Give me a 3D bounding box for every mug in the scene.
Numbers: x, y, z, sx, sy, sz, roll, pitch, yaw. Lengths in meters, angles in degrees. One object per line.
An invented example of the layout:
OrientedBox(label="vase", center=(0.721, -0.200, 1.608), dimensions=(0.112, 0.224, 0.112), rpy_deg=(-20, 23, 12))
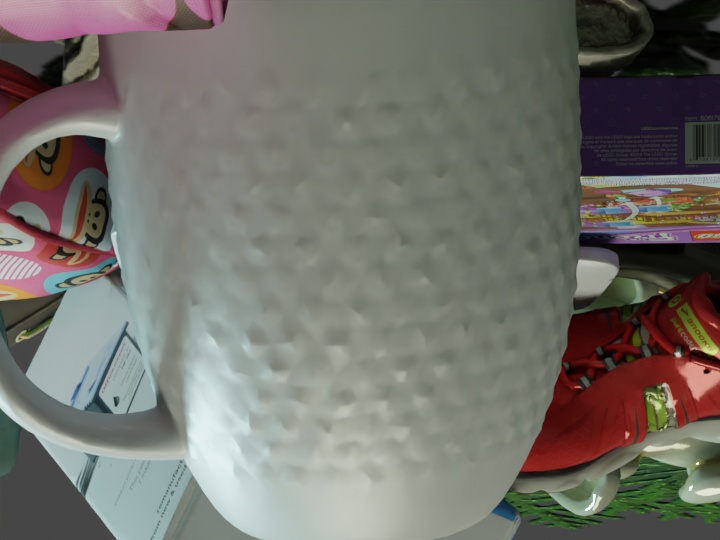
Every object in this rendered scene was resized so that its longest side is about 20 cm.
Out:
OrientedBox(label="mug", center=(-0.028, -0.008, 0.767), dimensions=(0.198, 0.177, 0.148), rpy_deg=(-7, -167, -17))

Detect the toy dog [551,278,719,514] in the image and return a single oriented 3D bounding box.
OrientedBox(label="toy dog", center=(0.176, 0.060, 1.338), dimensions=(0.199, 0.141, 0.193), rpy_deg=(7, 180, -29))

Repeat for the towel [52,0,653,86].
OrientedBox(label="towel", center=(-0.009, -0.083, 0.906), dimensions=(0.198, 0.035, 0.132), rpy_deg=(4, 171, -15))

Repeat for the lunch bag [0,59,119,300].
OrientedBox(label="lunch bag", center=(-0.210, -0.040, 1.044), dimensions=(0.198, 0.083, 0.176), rpy_deg=(-2, 169, 24))

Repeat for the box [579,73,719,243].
OrientedBox(label="box", center=(0.054, -0.039, 0.936), dimensions=(0.198, 0.039, 0.137), rpy_deg=(0, 170, 10))

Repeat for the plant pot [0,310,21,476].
OrientedBox(label="plant pot", center=(-0.233, 0.029, 0.868), dimensions=(0.195, 0.202, 0.200), rpy_deg=(-17, 177, -20))

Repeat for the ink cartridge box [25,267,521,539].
OrientedBox(label="ink cartridge box", center=(-0.045, 0.079, 1.065), dimensions=(0.146, 0.086, 0.200), rpy_deg=(24, -176, -28))

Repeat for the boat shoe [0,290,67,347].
OrientedBox(label="boat shoe", center=(-0.214, 0.032, 1.155), dimensions=(0.199, 0.072, 0.060), rpy_deg=(-32, 131, -12))

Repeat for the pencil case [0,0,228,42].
OrientedBox(label="pencil case", center=(-0.124, -0.100, 0.682), dimensions=(0.198, 0.092, 0.094), rpy_deg=(-2, -173, 13))

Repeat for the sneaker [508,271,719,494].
OrientedBox(label="sneaker", center=(0.118, 0.033, 1.032), dimensions=(0.198, 0.077, 0.085), rpy_deg=(-11, 153, -22))

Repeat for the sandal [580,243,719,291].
OrientedBox(label="sandal", center=(0.119, -0.032, 1.090), dimensions=(0.200, 0.080, 0.058), rpy_deg=(14, 124, -24))

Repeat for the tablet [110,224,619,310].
OrientedBox(label="tablet", center=(0.000, 0.000, 1.022), dimensions=(0.198, 0.014, 0.130), rpy_deg=(3, 171, -2))
